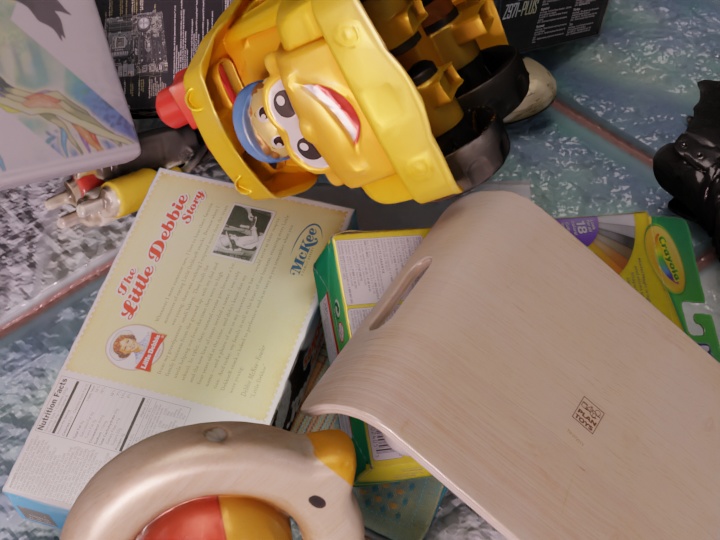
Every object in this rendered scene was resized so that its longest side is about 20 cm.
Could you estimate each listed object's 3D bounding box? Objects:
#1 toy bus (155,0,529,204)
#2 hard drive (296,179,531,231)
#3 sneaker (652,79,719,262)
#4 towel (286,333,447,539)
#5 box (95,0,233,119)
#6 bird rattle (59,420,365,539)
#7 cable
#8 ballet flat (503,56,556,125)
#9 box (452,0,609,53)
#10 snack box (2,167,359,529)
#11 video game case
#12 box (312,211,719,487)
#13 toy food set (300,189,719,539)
[{"bbox_3d":[-0.026,-0.101,0.711,0.191,0.136,0.200,-20,23,22],"label":"toy bus"},{"bbox_3d":[0.000,0.000,0.788,0.198,0.026,0.132,0,46,5],"label":"hard drive"},{"bbox_3d":[0.211,-0.039,0.783,0.104,0.060,0.200,19,45,21],"label":"sneaker"},{"bbox_3d":[-0.027,0.050,0.719,0.199,0.022,0.147,22,62,20],"label":"towel"},{"bbox_3d":[-0.116,-0.199,0.862,0.159,0.202,0.043,1,0,37],"label":"box"},{"bbox_3d":[-0.069,0.133,0.581,0.198,0.164,0.113,1,26,-5],"label":"bird rattle"},{"bbox_3d":[-0.107,-0.071,0.873,0.199,0.051,0.097,-16,17,-28],"label":"cable"},{"bbox_3d":[0.033,-0.139,0.899,0.199,0.057,0.067,17,50,21],"label":"ballet flat"},{"bbox_3d":[0.052,-0.209,0.897,0.163,0.087,0.199,31,33,31],"label":"box"},{"bbox_3d":[-0.085,0.044,0.695,0.115,0.037,0.201,13,59,14],"label":"snack box"},{"bbox_3d":[-0.234,-0.130,0.751,0.199,0.184,0.022,-17,-1,-38],"label":"video game case"},{"bbox_3d":[0.083,0.035,0.677,0.198,0.048,0.118,-4,72,-16],"label":"box"},{"bbox_3d":[0.088,0.074,0.615,0.200,0.060,0.144,40,55,-3],"label":"toy food set"}]
